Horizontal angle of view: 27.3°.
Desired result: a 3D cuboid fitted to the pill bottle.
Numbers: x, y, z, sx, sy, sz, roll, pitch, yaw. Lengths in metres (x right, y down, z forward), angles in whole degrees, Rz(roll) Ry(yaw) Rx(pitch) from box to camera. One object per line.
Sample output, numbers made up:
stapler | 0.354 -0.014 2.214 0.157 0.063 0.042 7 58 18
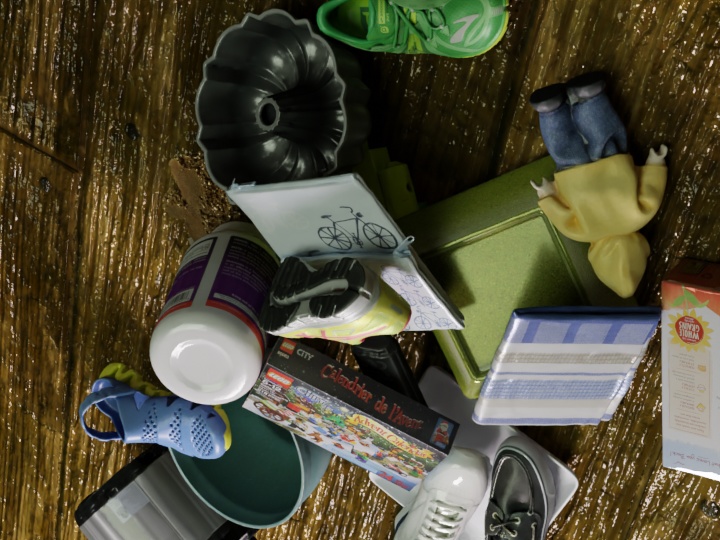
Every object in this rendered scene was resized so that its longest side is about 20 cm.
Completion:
pill bottle | -0.140 0.036 1.512 0.111 0.201 0.113 4 124 6

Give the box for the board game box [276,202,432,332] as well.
board game box | 0.000 0.000 1.566 0.199 0.029 0.136 -2 113 37

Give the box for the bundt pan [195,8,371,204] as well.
bundt pan | -0.067 -0.154 1.461 0.201 0.075 0.204 5 97 39

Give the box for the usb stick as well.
usb stick | 0.042 0.134 1.521 0.055 0.033 0.201 9 143 31

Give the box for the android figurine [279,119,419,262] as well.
android figurine | -0.014 -0.048 1.504 0.181 0.041 0.202 -13 88 38

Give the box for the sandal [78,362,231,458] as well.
sandal | -0.228 0.166 1.614 0.199 0.087 0.080 12 117 31

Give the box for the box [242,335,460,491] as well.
box | -0.013 0.146 1.495 0.199 0.038 0.137 27 153 -3

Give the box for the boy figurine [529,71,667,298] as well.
boy figurine | 0.220 -0.075 1.330 0.123 0.064 0.201 -20 105 9

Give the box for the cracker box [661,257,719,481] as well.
cracker box | 0.345 0.098 1.349 0.133 0.058 0.201 12 121 32

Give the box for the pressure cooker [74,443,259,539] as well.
pressure cooker | -0.233 0.323 1.825 0.200 0.178 0.176 49 130 3

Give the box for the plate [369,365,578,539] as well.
plate | 0.123 0.218 1.600 0.199 0.032 0.201 38 132 14

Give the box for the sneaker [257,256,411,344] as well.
sneaker | -0.025 0.038 1.395 0.090 0.079 0.200 26 168 -29

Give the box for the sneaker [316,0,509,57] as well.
sneaker | 0.046 -0.227 1.358 0.199 0.083 0.075 1 102 35

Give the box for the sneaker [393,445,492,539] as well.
sneaker | 0.084 0.262 1.565 0.076 0.081 0.201 20 134 -1

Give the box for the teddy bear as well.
teddy bear | -0.155 -0.047 1.638 0.144 0.067 0.201 14 127 47

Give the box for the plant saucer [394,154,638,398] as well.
plant saucer | 0.144 0.017 1.409 0.199 0.048 0.201 -22 103 21

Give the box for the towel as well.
towel | 0.190 0.090 1.394 0.146 0.024 0.201 0 146 -8

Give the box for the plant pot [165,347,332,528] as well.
plant pot | -0.105 0.167 1.667 0.199 0.134 0.202 18 123 30

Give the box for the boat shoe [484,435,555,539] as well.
boat shoe | 0.160 0.267 1.540 0.068 0.057 0.201 14 123 30

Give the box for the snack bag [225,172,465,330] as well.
snack bag | -0.016 -0.014 1.402 0.188 0.021 0.200 -2 134 46
